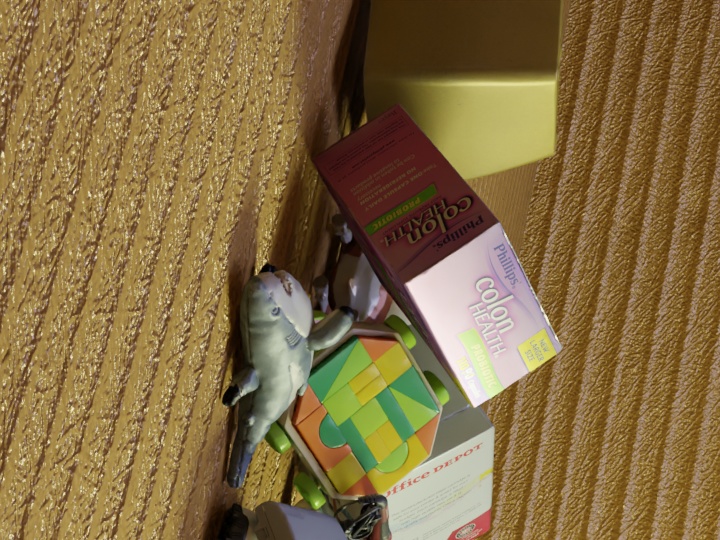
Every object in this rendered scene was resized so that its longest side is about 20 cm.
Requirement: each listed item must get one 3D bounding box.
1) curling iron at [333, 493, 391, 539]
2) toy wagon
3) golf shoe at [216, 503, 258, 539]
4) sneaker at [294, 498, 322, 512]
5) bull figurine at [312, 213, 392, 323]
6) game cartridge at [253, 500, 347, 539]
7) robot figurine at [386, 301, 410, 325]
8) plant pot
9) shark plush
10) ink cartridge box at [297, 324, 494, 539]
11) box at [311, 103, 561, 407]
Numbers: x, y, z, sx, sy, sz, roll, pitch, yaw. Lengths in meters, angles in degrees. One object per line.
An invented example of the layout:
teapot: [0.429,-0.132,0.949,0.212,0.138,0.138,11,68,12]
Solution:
curling iron: [0.007,0.241,1.696,0.200,0.049,0.026,80,-10,-66]
toy wagon: [-0.013,0.106,1.623,0.155,0.040,0.200,-39,122,-13]
golf shoe: [-0.072,0.259,1.598,0.200,0.094,0.078,80,23,-60]
sneaker: [-0.035,0.324,1.841,0.076,0.105,0.201,-33,133,-77]
bull figurine: [0.000,0.000,1.831,0.121,0.065,0.201,64,30,-62]
game cartridge: [-0.019,0.286,1.543,0.133,0.041,0.200,21,42,-62]
robot figurine: [0.060,0.018,1.973,0.200,0.124,0.151,-77,179,-74]
plant pot: [0.104,-0.202,1.806,0.200,0.176,0.201,84,11,-59]
shark plush: [-0.089,0.080,1.513,0.083,0.091,0.200,-28,151,-54]
ink cartridge box: [0.031,0.180,1.807,0.145,0.145,0.200,54,-19,32]
box: [0.066,-0.014,1.654,0.200,0.097,0.176,53,-5,46]
